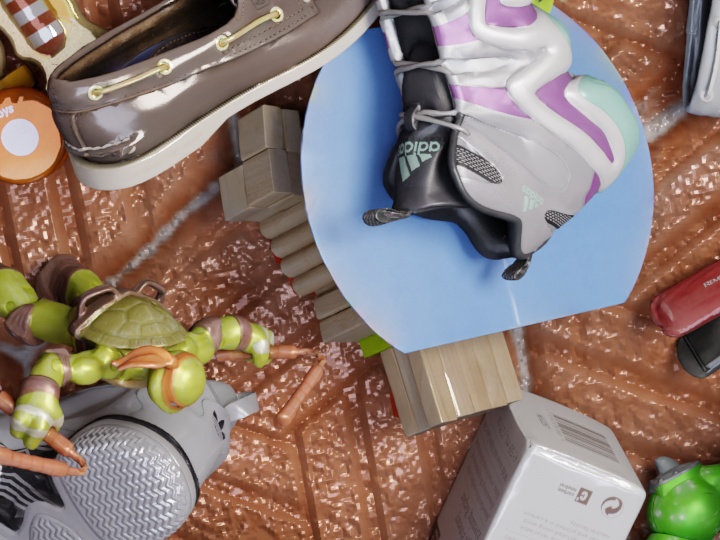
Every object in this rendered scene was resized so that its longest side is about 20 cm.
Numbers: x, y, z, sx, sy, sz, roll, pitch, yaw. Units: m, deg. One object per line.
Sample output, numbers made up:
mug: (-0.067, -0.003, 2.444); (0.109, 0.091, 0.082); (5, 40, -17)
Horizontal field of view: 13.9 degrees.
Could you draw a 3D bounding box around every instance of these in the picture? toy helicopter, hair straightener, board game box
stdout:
toy helicopter: (-0.172, -0.145, 1.431); (0.132, 0.079, 0.200); (27, 92, -4)
hair straightener: (0.249, -0.005, 1.532); (0.200, 0.041, 0.077); (-34, 129, -1)
board game box: (0.051, -0.046, 1.470); (0.200, 0.039, 0.158); (-12, 88, -29)

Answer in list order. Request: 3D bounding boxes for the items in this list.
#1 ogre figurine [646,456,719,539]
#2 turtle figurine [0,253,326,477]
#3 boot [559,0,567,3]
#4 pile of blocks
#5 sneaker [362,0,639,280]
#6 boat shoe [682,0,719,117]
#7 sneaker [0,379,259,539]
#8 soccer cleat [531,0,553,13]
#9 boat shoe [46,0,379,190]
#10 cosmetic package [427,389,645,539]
ogre figurine: (0.194, 0.182, 1.543); (0.120, 0.098, 0.200); (14, 100, -4)
turtle figurine: (-0.129, 0.035, 1.418); (0.200, 0.161, 0.065); (-18, 120, -38)
boot: (0.175, -0.179, 1.378); (0.200, 0.066, 0.175); (-27, 87, 2)
pile of blocks: (0.000, 0.000, 1.497); (0.062, 0.082, 0.200); (-25, 104, 49)
sneaker: (0.035, -0.081, 1.395); (0.200, 0.078, 0.140); (47, 65, -18)
boat shoe: (0.184, -0.170, 1.456); (0.068, 0.072, 0.200); (-4, 116, -4)
sneaker: (-0.147, 0.094, 1.497); (0.200, 0.115, 0.075); (-6, 111, 32)
soccer cleat: (0.049, -0.211, 1.436); (0.084, 0.065, 0.201); (-7, 113, 22)
boat shoe: (-0.064, -0.117, 1.408); (0.200, 0.072, 0.060); (-37, 128, -21)
cosmetic package: (0.069, 0.171, 1.528); (0.074, 0.102, 0.200); (23, 102, -12)
